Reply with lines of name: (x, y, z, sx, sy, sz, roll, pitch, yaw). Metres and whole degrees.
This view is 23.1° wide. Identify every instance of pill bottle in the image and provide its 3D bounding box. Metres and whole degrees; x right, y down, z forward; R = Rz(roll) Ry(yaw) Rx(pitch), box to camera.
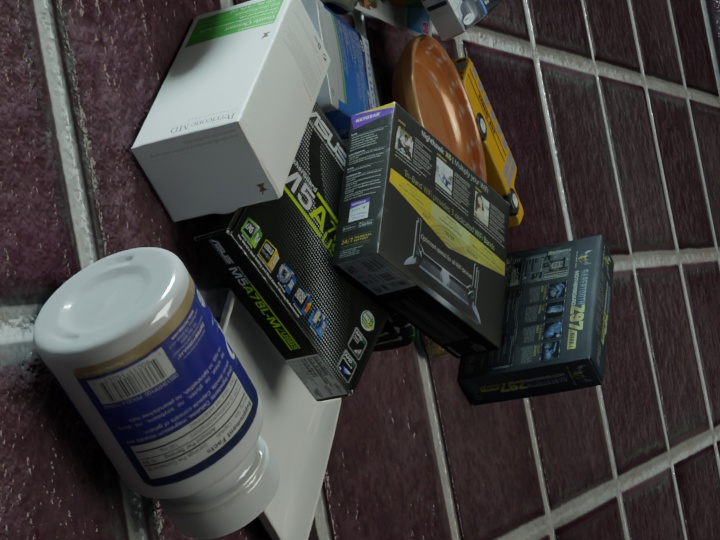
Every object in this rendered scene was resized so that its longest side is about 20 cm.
pill bottle: (-0.139, 0.094, 1.273, 0.120, 0.119, 0.200, -72, 143, -49)

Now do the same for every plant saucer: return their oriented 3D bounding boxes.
plant saucer: (0.083, -0.155, 1.902, 0.200, 0.037, 0.201, -15, 90, -70)

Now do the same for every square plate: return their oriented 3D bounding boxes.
square plate: (-0.083, 0.117, 1.503, 0.200, 0.028, 0.198, 60, 30, -35)

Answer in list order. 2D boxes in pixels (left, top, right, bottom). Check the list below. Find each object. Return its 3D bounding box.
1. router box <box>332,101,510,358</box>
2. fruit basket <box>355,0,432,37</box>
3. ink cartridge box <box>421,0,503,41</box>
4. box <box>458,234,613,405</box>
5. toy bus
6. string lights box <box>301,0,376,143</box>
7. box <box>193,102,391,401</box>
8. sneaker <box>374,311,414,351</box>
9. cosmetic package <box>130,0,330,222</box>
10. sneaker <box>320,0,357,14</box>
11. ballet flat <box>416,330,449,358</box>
router box: (0.060, -0.033, 1.595, 0.200, 0.052, 0.158, 38, 49, -42)
fruit basket: (0.022, -0.355, 1.880, 0.200, 0.094, 0.186, 18, 63, -60)
ink cartridge box: (0.076, -0.353, 1.864, 0.099, 0.039, 0.200, -44, 109, -44)
box: (0.204, 0.056, 2.013, 0.051, 0.157, 0.200, 58, 30, -37)
toy bus: (0.131, -0.143, 2.059, 0.200, 0.065, 0.078, 64, 26, -29)
string lights box: (-0.035, -0.185, 1.669, 0.200, 0.059, 0.103, 19, 62, -76)
box: (-0.042, -0.022, 1.532, 0.200, 0.047, 0.193, 55, 42, -27)
sneaker: (0.000, 0.000, 1.693, 0.081, 0.074, 0.200, -81, 151, -45)
cosmetic package: (-0.104, -0.140, 1.478, 0.200, 0.107, 0.085, -74, 144, -49)
sneaker: (-0.018, -0.299, 1.749, 0.200, 0.074, 0.081, -23, 118, -42)
ballet flat: (0.122, 0.046, 1.946, 0.200, 0.065, 0.071, -50, 132, -60)
